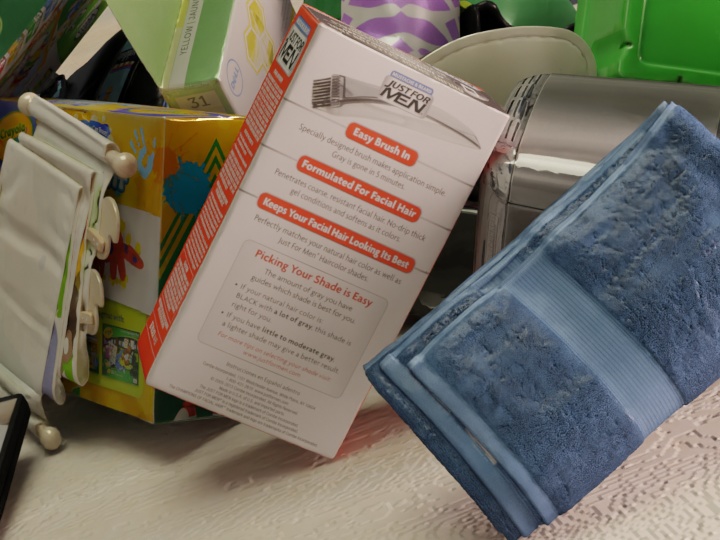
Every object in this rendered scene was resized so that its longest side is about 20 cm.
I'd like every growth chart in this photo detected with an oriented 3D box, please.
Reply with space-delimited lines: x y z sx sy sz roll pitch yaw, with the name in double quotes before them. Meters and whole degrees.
"growth chart" -0.181 0.001 1.075 0.018 0.201 0.145 -2 30 -38

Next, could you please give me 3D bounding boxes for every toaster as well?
"toaster" 0.134 -0.039 1.002 0.128 0.114 0.200 9 30 11

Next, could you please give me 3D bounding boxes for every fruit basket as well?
"fruit basket" 0.229 -0.147 1.148 0.214 0.156 0.216 8 -3 0

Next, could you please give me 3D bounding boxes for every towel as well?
"towel" 0.109 0.022 0.861 0.200 0.049 0.112 -40 70 -8

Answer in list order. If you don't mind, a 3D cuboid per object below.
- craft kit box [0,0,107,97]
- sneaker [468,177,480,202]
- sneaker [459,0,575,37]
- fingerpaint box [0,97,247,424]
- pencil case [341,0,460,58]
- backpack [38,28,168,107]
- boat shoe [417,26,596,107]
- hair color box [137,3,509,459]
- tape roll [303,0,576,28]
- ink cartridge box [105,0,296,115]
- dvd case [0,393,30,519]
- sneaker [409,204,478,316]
"craft kit box" -0.227 -0.140 1.204 0.200 0.048 0.197 -54 5 -11
"sneaker" 0.019 -0.062 1.283 0.199 0.074 0.081 7 50 48
"sneaker" 0.130 -0.112 1.193 0.199 0.083 0.072 27 31 21
"fingerpaint box" -0.140 -0.013 1.097 0.073 0.168 0.200 -2 8 -38
"pencil case" 0.020 -0.126 1.185 0.085 0.201 0.084 -10 -23 37
"backpack" -0.144 -0.069 1.285 0.182 0.134 0.201 -32 38 39
"boat shoe" 0.038 -0.087 1.092 0.201 0.072 0.060 -24 7 -3
"hair color box" -0.022 -0.019 0.961 0.111 0.201 0.064 24 12 -18
"tape roll" 0.055 -0.161 1.340 0.199 0.048 0.201 8 -15 2
"ink cartridge box" -0.094 -0.161 1.145 0.048 0.200 0.146 -7 47 17
"dvd case" -0.285 0.133 1.028 0.199 0.018 0.143 -13 30 9
"sneaker" 0.000 0.000 1.130 0.199 0.081 0.086 -2 11 14
